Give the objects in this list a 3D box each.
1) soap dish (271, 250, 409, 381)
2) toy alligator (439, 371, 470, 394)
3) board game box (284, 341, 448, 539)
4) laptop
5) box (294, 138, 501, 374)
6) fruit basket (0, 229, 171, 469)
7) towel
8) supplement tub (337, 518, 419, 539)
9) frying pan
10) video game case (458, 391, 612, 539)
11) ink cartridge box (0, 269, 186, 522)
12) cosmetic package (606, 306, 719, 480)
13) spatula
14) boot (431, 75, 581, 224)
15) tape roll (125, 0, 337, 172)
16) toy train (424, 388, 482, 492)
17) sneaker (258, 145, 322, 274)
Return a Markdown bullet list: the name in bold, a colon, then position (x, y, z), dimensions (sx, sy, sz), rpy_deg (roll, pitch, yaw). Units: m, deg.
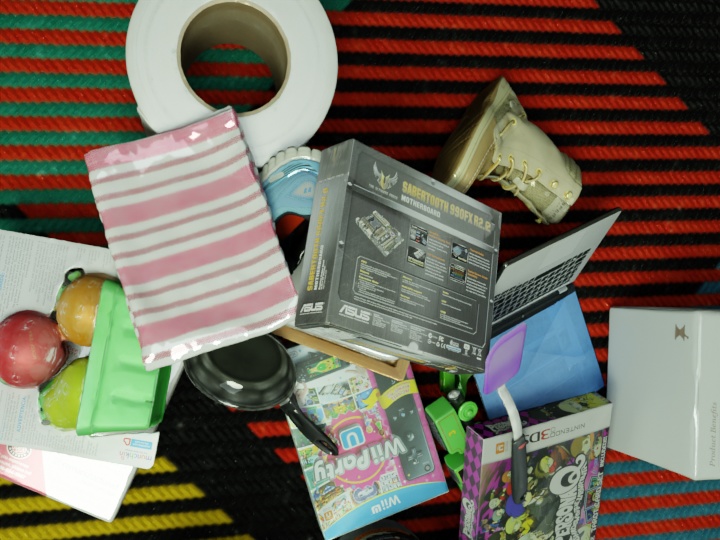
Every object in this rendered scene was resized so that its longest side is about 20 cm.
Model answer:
- **soap dish**: position (0.000, 0.000, 0.804), dimensions (0.154, 0.082, 0.203), rpy_deg (18, 66, 6)
- **toy alligator**: position (0.111, 0.092, 0.876), dimensions (0.053, 0.059, 0.205), rpy_deg (-6, 91, -11)
- **board game box**: position (-0.004, 0.161, 0.851), dimensions (0.144, 0.064, 0.205), rpy_deg (-18, 93, -10)
- **laptop**: position (0.213, 0.065, 0.844), dimensions (0.185, 0.202, 0.116), rpy_deg (-23, 61, -32)
- **box**: position (0.041, -0.005, 0.711), dimensions (0.197, 0.048, 0.162), rpy_deg (19, 71, -37)
- **fruit basket**: position (-0.266, 0.069, 0.714), dimensions (0.195, 0.094, 0.190), rpy_deg (8, 86, 5)
- **towel**: position (-0.144, -0.031, 0.677), dimensions (0.143, 0.030, 0.204), rpy_deg (-19, 77, -8)
- **supplement tub**: position (0.035, 0.336, 0.787), dimensions (0.119, 0.200, 0.126), rpy_deg (0, 90, -12)
- **frying pan**: position (-0.083, 0.106, 0.770), dimensions (0.187, 0.031, 0.116), rpy_deg (25, 127, -10)
- **video game case**: position (0.187, 0.245, 0.852), dimensions (0.178, 0.036, 0.205), rpy_deg (-7, 109, -28)
- **ink cartridge box**: position (-0.265, 0.119, 0.787), dimensions (0.144, 0.083, 0.204), rpy_deg (25, 84, -10)
- **cosmetic package**: position (0.402, 0.128, 0.877), dimensions (0.195, 0.166, 0.172), rpy_deg (4, 88, -15)
- **spatula**: position (0.146, 0.146, 0.763), dimensions (0.056, 0.020, 0.204), rpy_deg (-26, 117, -32)
- **boot**: position (0.163, -0.103, 0.850), dimensions (0.155, 0.072, 0.201), rpy_deg (44, 42, -12)
- **tape roll**: position (-0.128, -0.194, 0.791), dimensions (0.197, 0.139, 0.208), rpy_deg (0, 89, -12)
- **toy train**: position (0.124, 0.214, 0.858), dimensions (0.056, 0.042, 0.203), rpy_deg (-30, 117, -9)
- **sneaker**: position (-0.099, -0.030, 0.744), dimensions (0.077, 0.199, 0.092), rpy_deg (18, 47, -41)
